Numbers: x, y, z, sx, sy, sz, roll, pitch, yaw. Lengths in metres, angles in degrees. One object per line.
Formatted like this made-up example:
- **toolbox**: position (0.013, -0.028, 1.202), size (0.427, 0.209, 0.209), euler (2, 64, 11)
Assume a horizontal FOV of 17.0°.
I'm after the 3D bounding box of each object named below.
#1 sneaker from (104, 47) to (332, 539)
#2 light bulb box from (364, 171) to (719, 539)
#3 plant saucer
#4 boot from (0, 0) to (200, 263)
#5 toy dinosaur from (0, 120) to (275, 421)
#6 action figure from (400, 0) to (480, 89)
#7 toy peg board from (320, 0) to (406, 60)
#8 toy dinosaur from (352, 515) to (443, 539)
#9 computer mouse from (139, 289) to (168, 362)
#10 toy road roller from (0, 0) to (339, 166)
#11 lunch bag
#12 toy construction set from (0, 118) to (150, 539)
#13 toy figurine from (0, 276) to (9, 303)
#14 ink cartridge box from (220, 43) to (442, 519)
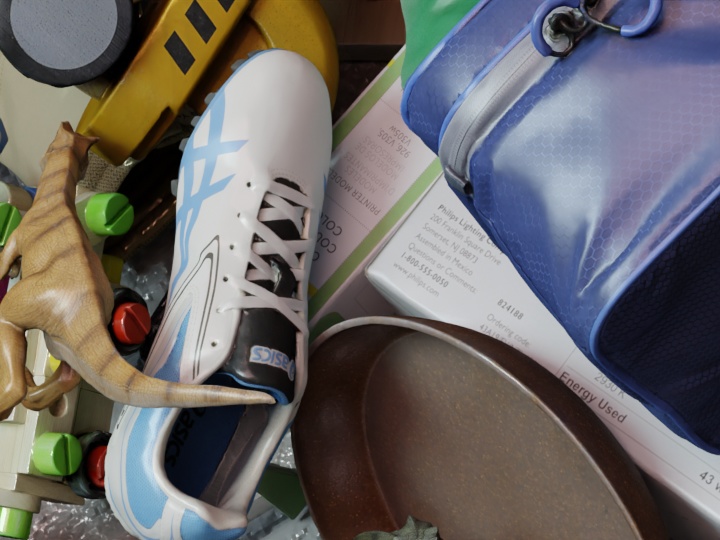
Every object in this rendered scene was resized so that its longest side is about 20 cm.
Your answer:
- **sneaker**: position (-0.042, 0.012, 0.930), size (0.072, 0.072, 0.201), euler (4, 76, 48)
- **light bulb box**: position (0.148, -0.005, 0.963), size (0.198, 0.125, 0.200), euler (35, 82, 28)
- **plant saucer**: position (0.053, 0.099, 0.935), size (0.034, 0.201, 0.200), euler (-33, 56, -33)
- **boot**: position (-0.108, -0.116, 1.108), size (0.155, 0.073, 0.200), euler (44, 105, 31)
- **toy dinosaur**: position (-0.110, 0.017, 0.902), size (0.106, 0.060, 0.200), euler (-55, 38, 24)
- **action figure**: position (0.052, -0.169, 1.002), size (0.118, 0.055, 0.201), euler (-29, 46, 18)
- **toy peg board**: position (0.029, -0.207, 1.104), size (0.198, 0.098, 0.201), euler (2, 70, 20)
- **toy dinosaur**: position (0.003, 0.145, 0.972), size (0.047, 0.200, 0.089), euler (-29, 94, -31)
- **computer mouse**: position (-0.127, 0.052, 1.095), size (0.199, 0.034, 0.059), euler (-28, 45, 1)
- **toy road roller**: position (-0.057, -0.133, 1.003), size (0.146, 0.123, 0.201), euler (33, 95, -12)
- **lunch bag**: position (0.104, -0.043, 0.811), size (0.136, 0.200, 0.132), euler (-42, 59, 5)
- **toy construction set**: position (-0.157, 0.035, 1.008), size (0.092, 0.131, 0.201), euler (20, 90, 43)
- **toy figurine**: position (-0.236, -0.025, 1.111), size (0.150, 0.200, 0.184), euler (-34, 77, -37)
- **ink cartridge box**: position (0.000, 0.000, 1.025), size (0.059, 0.104, 0.200), euler (38, 85, 28)
